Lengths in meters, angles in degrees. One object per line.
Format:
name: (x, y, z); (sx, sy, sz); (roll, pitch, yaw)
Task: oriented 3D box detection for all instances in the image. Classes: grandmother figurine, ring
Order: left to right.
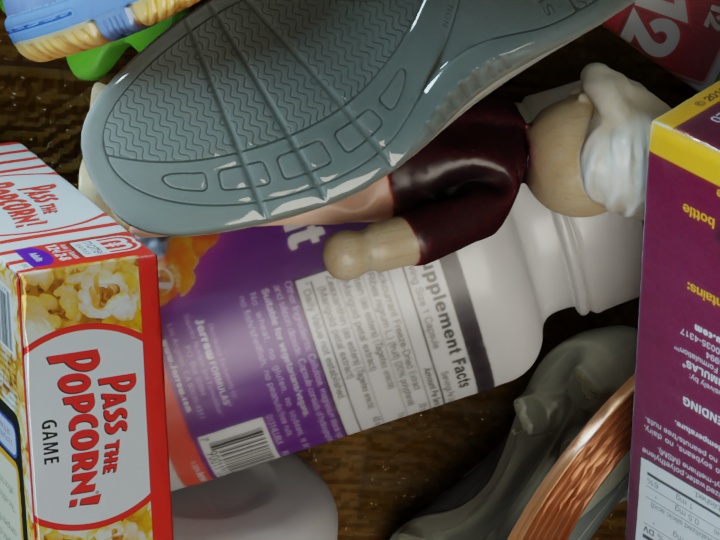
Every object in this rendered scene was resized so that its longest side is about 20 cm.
grandmother figurine: (0.010, -0.038, 0.889); (0.200, 0.121, 0.061); (-1, 144, 4)
ring: (0.121, 0.090, 1.007); (0.200, 0.019, 0.200); (-34, 147, -27)

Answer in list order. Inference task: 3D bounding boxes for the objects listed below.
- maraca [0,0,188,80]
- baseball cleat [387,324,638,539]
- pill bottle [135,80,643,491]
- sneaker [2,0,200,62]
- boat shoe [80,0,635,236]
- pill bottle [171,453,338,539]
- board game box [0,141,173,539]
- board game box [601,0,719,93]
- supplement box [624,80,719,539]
maraca: (-0.071, -0.162, 0.877); (0.107, 0.137, 0.200); (0, 123, -45)
baseball cleat: (0.078, 0.095, 1.043); (0.106, 0.070, 0.200); (-13, 150, -44)
pill bottle: (0.000, 0.000, 0.964); (0.200, 0.111, 0.111); (-18, 116, 0)
sneaker: (-0.036, -0.138, 0.796); (0.200, 0.075, 0.088); (-30, 98, 19)
boat shoe: (0.006, -0.071, 0.843); (0.202, 0.065, 0.074); (-31, 89, -7)
pill bottle: (-0.071, 0.168, 1.030); (0.112, 0.112, 0.200); (1, 114, -9)
board game box: (-0.106, 0.073, 0.869); (0.046, 0.151, 0.200); (-9, 109, -21)
board game box: (0.179, -0.090, 0.998); (0.200, 0.030, 0.096); (32, 106, -23)
supplement box: (0.158, 0.027, 0.896); (0.110, 0.086, 0.200); (-30, 135, -34)
